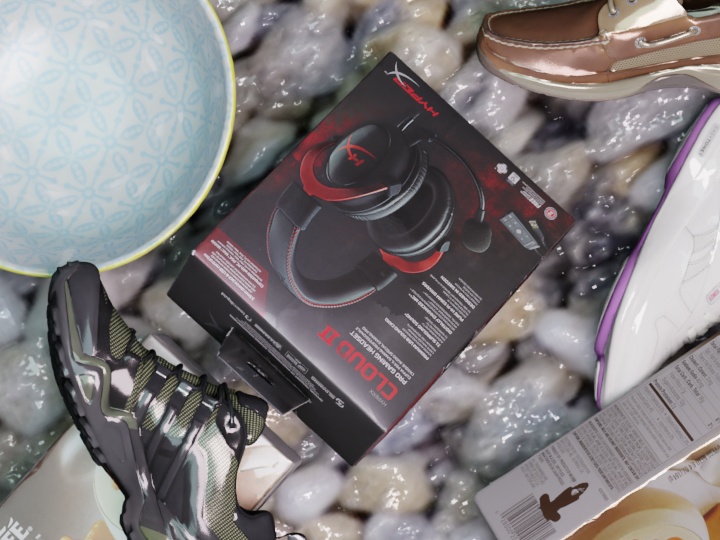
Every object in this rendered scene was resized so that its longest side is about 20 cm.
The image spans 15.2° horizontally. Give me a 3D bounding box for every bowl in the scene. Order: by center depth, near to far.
[{"bbox_3d":[-0.166,-0.095,1.551,0.199,0.108,0.201,0,89,1],"label":"bowl"}]

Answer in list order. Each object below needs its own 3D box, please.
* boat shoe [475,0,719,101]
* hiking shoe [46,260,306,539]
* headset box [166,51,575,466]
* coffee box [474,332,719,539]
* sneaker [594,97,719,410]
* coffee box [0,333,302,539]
[{"bbox_3d":[0.165,-0.145,1.548,0.199,0.076,0.072,-3,124,-6],"label":"boat shoe"},{"bbox_3d":[-0.105,0.079,1.492,0.100,0.076,0.201,-24,94,-11],"label":"hiking shoe"},{"bbox_3d":[0.000,0.000,1.522,0.149,0.075,0.200,43,65,3],"label":"headset box"},{"bbox_3d":[0.182,0.129,1.519,0.200,0.080,0.115,-33,122,1],"label":"coffee box"},{"bbox_3d":[0.202,0.002,1.552,0.099,0.075,0.201,27,90,4],"label":"sneaker"},{"bbox_3d":[-0.142,0.148,1.559,0.114,0.080,0.200,42,90,3],"label":"coffee box"}]
